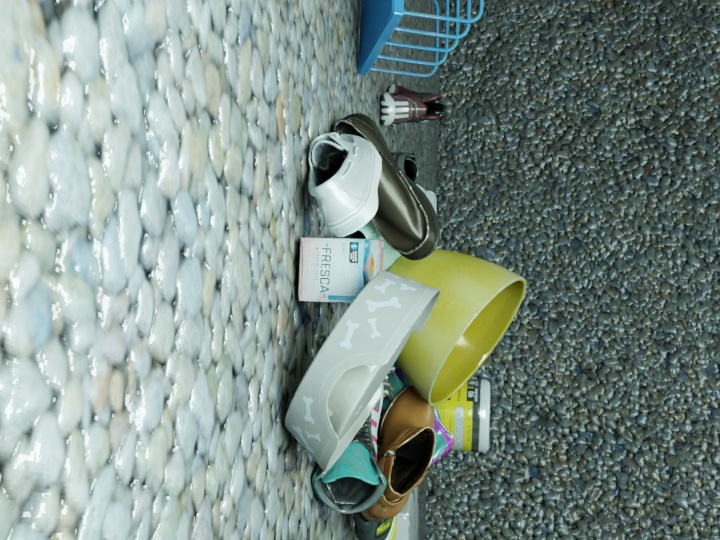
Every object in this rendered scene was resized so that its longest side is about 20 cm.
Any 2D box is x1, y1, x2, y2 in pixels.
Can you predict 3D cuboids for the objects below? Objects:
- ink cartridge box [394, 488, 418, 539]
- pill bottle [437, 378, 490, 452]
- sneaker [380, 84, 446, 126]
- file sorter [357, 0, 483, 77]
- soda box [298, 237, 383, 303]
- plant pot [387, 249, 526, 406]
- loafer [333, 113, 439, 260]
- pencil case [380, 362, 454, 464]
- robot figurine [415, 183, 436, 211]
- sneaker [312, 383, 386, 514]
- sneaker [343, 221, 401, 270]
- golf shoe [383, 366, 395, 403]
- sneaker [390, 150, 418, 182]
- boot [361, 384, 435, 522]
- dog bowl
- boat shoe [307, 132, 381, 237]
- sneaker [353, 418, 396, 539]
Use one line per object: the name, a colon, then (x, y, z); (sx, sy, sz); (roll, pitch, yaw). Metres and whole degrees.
ink cartridge box: (0.048, 0.420, 1.336); (0.200, 0.083, 0.148); (-48, 138, -80)
pill bottle: (0.106, 0.226, 1.315); (0.114, 0.197, 0.116); (1, 90, -82)
sneaker: (0.103, -0.300, 1.527); (0.200, 0.114, 0.077); (-66, 156, -69)
file sorter: (0.077, -0.361, 1.118); (0.200, 0.121, 0.141); (149, -56, -75)
soda box: (-0.016, -0.003, 0.890); (0.200, 0.067, 0.065); (-20, 112, -82)
plant pot: (0.100, 0.052, 1.074); (0.200, 0.142, 0.201); (-43, 157, -23)
loafer: (0.019, -0.098, 0.975); (0.201, 0.073, 0.071); (56, 21, 12)
pencil case: (0.064, 0.178, 1.177); (0.085, 0.092, 0.202); (-3, 67, -65)
robot figurine: (0.057, -0.049, 1.222); (0.169, 0.112, 0.202); (-35, -135, 44)
sneaker: (-0.013, 0.187, 0.923); (0.121, 0.082, 0.203); (-94, -177, -73)
sneaker: (0.000, -0.001, 1.093); (0.117, 0.074, 0.202); (-25, 148, -39)
golf shoe: (-0.002, 0.114, 1.053); (0.201, 0.076, 0.089); (85, -12, -66)
sneaker: (0.031, -0.139, 1.110); (0.201, 0.098, 0.072); (-75, 162, -63)
boot: (0.058, 0.213, 1.035); (0.201, 0.076, 0.156); (-57, 175, -29)
dog bowl: (0.000, 0.089, 0.784); (0.201, 0.058, 0.200); (-55, 170, -15)
boat shoe: (-0.025, -0.107, 0.856); (0.069, 0.071, 0.201); (55, 21, -26)
sneaker: (0.031, 0.297, 1.185); (0.085, 0.073, 0.202); (80, 14, -51)
